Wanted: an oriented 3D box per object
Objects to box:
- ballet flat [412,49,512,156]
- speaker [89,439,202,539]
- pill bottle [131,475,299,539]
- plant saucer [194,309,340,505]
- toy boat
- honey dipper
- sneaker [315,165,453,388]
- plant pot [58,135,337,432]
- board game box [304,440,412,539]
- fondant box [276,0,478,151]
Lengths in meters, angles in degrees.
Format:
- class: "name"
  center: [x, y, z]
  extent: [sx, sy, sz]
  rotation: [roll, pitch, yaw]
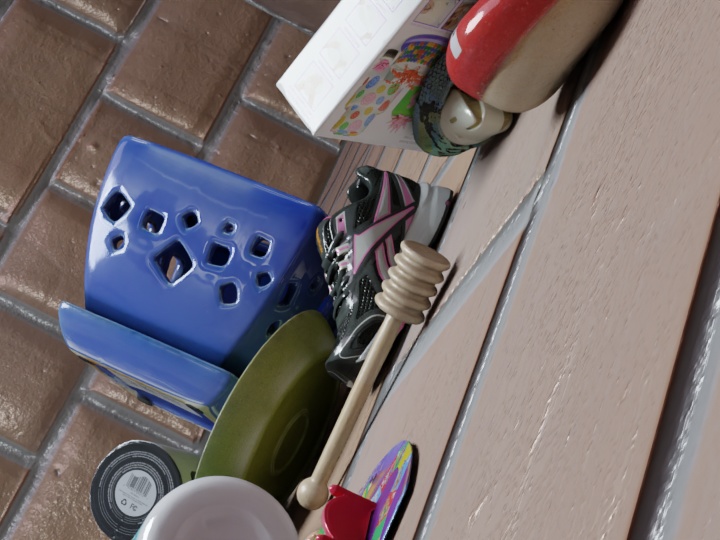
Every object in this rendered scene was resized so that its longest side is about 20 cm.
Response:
- class: "ballet flat"
  center: [0.092, -0.138, 1.106]
  extent: [0.074, 0.074, 0.201]
  rotation: [-68, 3, -48]
- class: "speaker"
  center: [-0.140, 0.188, 1.280]
  extent: [0.082, 0.081, 0.200]
  rotation: [-63, -21, -4]
- class: "pill bottle"
  center: [-0.112, 0.216, 1.099]
  extent: [0.111, 0.110, 0.200]
  rotation: [-65, 5, -24]
- class: "plant saucer"
  center: [-0.065, 0.128, 1.227]
  extent: [0.200, 0.031, 0.201]
  rotation: [-55, -20, -31]
- class: "toy boat"
  center: [0.095, -0.197, 0.949]
  extent: [0.201, 0.130, 0.131]
  rotation: [-66, 5, -31]
- class: "honey dipper"
  center: [0.002, 0.076, 1.072]
  extent: [0.038, 0.038, 0.201]
  rotation: [-83, 19, -77]
- class: "sneaker"
  center: [0.000, 0.000, 1.190]
  extent: [0.201, 0.086, 0.081]
  rotation: [-69, 6, -45]
- class: "plant pot"
  center: [-0.122, 0.031, 1.309]
  extent: [0.181, 0.199, 0.200]
  rotation: [-64, -23, -12]
- class: "board game box"
  center: [-0.033, 0.176, 0.866]
  extent: [0.201, 0.039, 0.158]
  rotation: [-66, 5, -19]
- class: "fondant box"
  center: [0.052, -0.180, 1.136]
  extent: [0.200, 0.058, 0.144]
  rotation: [-50, -27, 24]
